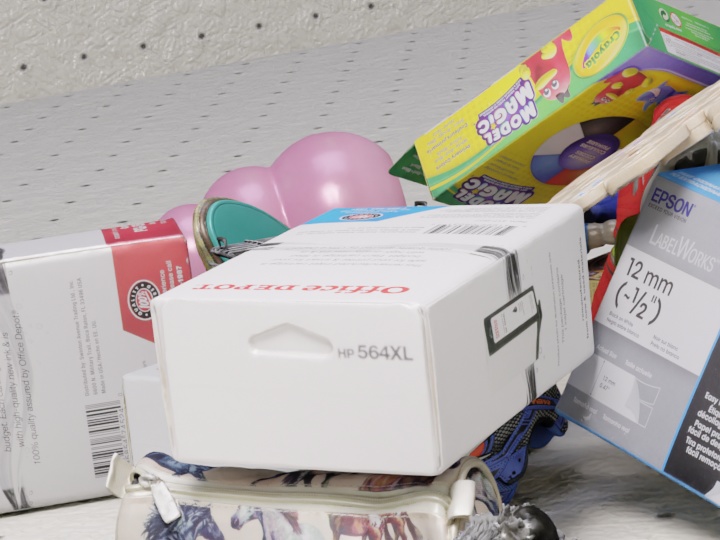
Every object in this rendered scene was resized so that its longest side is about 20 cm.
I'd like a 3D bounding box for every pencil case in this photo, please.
[{"bbox_3d":[-0.024,0.126,1.267,0.199,0.078,0.090,-2,-30,27],"label":"pencil case"}]

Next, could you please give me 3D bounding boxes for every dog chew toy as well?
[{"bbox_3d":[-0.065,-0.027,1.990,0.199,0.125,0.125,-17,12,-4],"label":"dog chew toy"}]

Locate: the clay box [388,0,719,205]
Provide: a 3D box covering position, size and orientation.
[{"bbox_3d":[0.124,-0.085,1.606,0.200,0.048,0.115,-37,-32,31],"label":"clay box"}]

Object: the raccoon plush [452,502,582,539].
[{"bbox_3d":[0.023,0.179,1.070,0.200,0.097,0.134,-32,6,40],"label":"raccoon plush"}]

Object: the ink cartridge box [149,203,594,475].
[{"bbox_3d":[0.010,0.029,1.297,0.145,0.085,0.200,1,15,27],"label":"ink cartridge box"}]

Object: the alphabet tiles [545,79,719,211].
[{"bbox_3d":[0.163,-0.069,1.425,0.200,0.015,0.195,-33,3,44],"label":"alphabet tiles"}]

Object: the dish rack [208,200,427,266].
[{"bbox_3d":[0.000,0.000,1.540,0.152,0.055,0.200,-9,8,-18],"label":"dish rack"}]

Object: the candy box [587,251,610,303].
[{"bbox_3d":[0.231,0.020,1.699,0.199,0.056,0.115,3,16,44],"label":"candy box"}]

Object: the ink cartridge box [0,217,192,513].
[{"bbox_3d":[-0.192,0.058,1.559,0.198,0.148,0.083,-8,10,-7],"label":"ink cartridge box"}]

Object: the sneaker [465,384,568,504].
[{"bbox_3d":[0.048,0.098,1.399,0.200,0.079,0.075,-39,6,-39],"label":"sneaker"}]

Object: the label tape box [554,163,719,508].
[{"bbox_3d":[0.195,0.010,1.338,0.066,0.201,0.143,17,8,-36],"label":"label tape box"}]

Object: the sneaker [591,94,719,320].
[{"bbox_3d":[0.180,-0.018,1.598,0.076,0.201,0.085,6,40,-15],"label":"sneaker"}]

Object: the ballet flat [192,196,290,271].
[{"bbox_3d":[-0.051,0.010,1.761,0.199,0.071,0.070,24,-12,-40],"label":"ballet flat"}]

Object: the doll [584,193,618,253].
[{"bbox_3d":[0.128,-0.027,1.735,0.199,0.049,0.136,-15,15,-31],"label":"doll"}]

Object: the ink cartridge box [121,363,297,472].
[{"bbox_3d":[-0.015,0.077,1.506,0.146,0.084,0.199,3,15,43],"label":"ink cartridge box"}]

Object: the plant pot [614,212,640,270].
[{"bbox_3d":[0.247,0.008,1.466,0.192,0.202,0.200,-16,8,20],"label":"plant pot"}]
